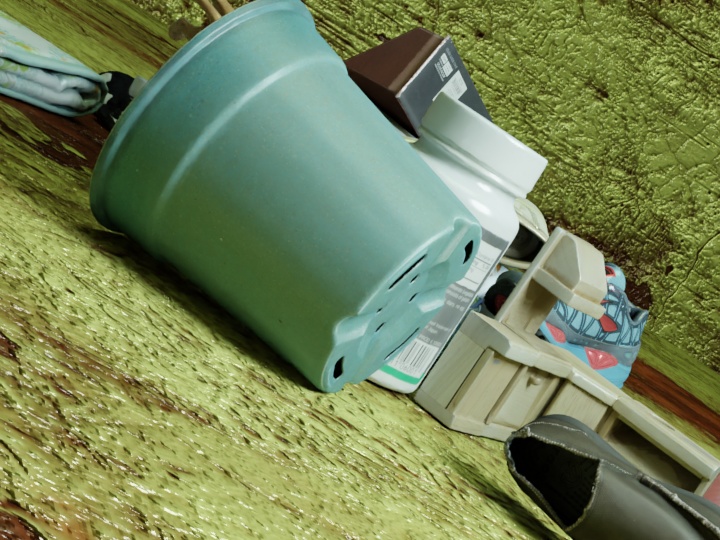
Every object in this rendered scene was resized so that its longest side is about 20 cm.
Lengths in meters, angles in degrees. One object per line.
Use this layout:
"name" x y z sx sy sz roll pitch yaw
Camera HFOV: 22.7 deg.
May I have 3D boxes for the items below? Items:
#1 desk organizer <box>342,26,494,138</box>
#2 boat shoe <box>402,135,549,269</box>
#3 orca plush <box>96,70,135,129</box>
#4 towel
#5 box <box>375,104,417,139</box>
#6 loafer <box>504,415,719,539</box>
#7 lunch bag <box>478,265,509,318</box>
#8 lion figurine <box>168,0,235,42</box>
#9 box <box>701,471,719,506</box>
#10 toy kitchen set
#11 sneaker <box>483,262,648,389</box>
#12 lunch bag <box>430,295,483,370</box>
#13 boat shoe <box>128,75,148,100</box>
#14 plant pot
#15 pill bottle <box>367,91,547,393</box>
"desk organizer" 0.061 -0.136 1.595 0.077 0.072 0.200 32 -14 36
"boat shoe" 0.072 -0.054 1.494 0.199 0.072 0.065 24 16 -17
"orca plush" -0.181 -0.144 1.667 0.105 0.071 0.200 27 9 -43
"towel" -0.322 -0.201 1.517 0.171 0.048 0.200 37 7 20
"box" 0.029 -0.088 1.632 0.121 0.032 0.200 40 -9 12
"loafer" 0.163 0.161 1.134 0.199 0.073 0.071 31 14 36
"lunch bag" 0.049 -0.005 1.612 0.199 0.076 0.160 34 -12 17
"lion figurine" -0.100 -0.166 1.515 0.200 0.072 0.123 47 1 -43
"box" 0.298 0.162 1.210 0.095 0.201 0.102 40 10 34
"toy kitchen set" 0.184 0.089 1.355 0.180 0.164 0.200 37 8 29
"sneaker" 0.179 0.028 1.530 0.079 0.096 0.200 31 0 40
"lunch bag" 0.000 0.000 1.454 0.199 0.083 0.161 34 4 4
"boat shoe" -0.129 -0.089 1.552 0.199 0.068 0.074 37 0 -31
"plant pot" -0.039 -0.039 1.168 0.196 0.200 0.200 44 10 18
"pill bottle" 0.045 -0.021 1.313 0.113 0.201 0.113 32 6 -4
